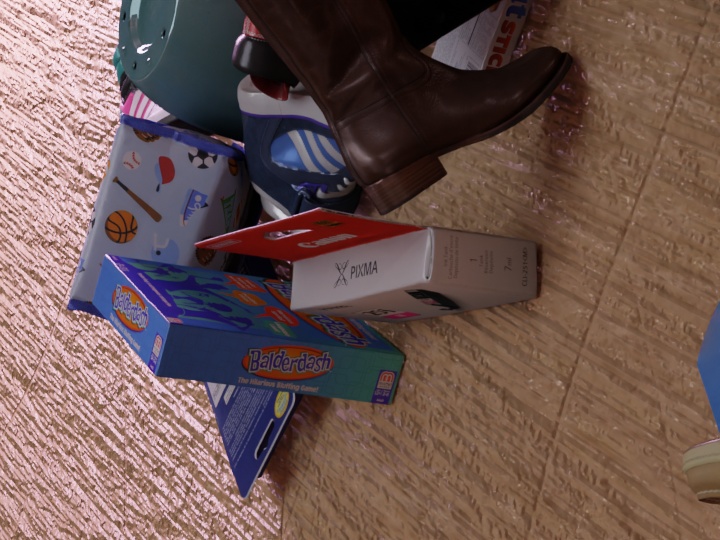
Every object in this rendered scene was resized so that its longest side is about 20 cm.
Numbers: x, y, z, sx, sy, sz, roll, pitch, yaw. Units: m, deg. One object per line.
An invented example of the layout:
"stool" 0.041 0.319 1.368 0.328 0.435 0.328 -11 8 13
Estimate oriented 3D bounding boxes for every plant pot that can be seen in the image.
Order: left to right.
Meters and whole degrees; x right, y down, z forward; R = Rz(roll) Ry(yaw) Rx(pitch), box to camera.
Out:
"plant pot" -0.107 -0.207 1.638 0.200 0.160 0.203 -26 60 57

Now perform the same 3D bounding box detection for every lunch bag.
"lunch bag" -0.154 -0.035 1.650 0.200 0.123 0.172 -11 -59 -87

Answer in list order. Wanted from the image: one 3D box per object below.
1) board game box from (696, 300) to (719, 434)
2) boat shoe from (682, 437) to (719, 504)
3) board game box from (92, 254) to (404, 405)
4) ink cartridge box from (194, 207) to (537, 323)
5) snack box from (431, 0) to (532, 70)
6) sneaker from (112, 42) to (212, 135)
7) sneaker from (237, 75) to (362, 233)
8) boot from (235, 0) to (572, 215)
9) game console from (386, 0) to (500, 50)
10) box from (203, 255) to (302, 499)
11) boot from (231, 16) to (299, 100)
"board game box" 0.260 0.073 1.031 0.158 0.039 0.202 -42 53 43
"boat shoe" 0.236 0.116 0.960 0.199 0.073 0.063 -3 80 54
"board game box" -0.087 0.045 1.496 0.152 0.198 0.045 38 114 57
"ink cartridge box" 0.000 0.000 1.376 0.199 0.172 0.044 -13 73 59
"snack box" 0.105 -0.221 1.398 0.072 0.024 0.202 53 128 53
"sneaker" -0.177 -0.181 1.845 0.200 0.083 0.122 -19 75 59
"sneaker" -0.005 -0.079 1.531 0.199 0.081 0.148 9 125 36
"boot" 0.026 -0.167 1.288 0.201 0.186 0.064 56 156 -7
"game console" 0.037 -0.240 1.307 0.199 0.177 0.031 -31 30 6
"box" -0.090 0.086 1.661 0.122 0.032 0.201 -63 32 31
"boot" -0.037 -0.208 1.508 0.072 0.200 0.146 18 110 22
